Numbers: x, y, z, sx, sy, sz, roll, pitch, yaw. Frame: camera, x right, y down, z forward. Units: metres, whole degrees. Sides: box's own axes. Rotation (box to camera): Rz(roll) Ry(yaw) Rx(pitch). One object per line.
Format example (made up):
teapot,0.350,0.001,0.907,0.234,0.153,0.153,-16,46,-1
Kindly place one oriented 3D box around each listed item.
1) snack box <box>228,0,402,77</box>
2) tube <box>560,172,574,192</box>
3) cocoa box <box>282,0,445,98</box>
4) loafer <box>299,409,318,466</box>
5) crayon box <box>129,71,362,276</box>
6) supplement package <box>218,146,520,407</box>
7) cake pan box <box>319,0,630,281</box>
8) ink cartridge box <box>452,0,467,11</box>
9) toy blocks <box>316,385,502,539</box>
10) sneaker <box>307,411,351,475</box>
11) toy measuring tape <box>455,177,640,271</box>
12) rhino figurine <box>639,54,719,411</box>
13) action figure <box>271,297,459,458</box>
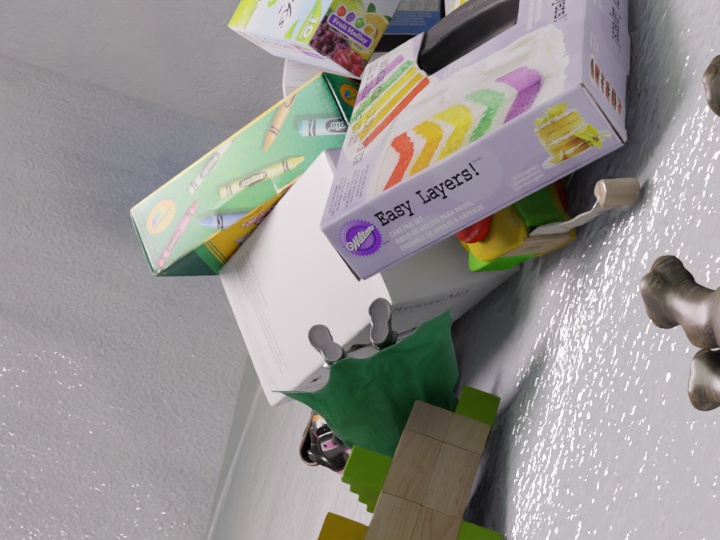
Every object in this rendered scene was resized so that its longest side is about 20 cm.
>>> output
snack box,-0.020,-0.225,1.041,0.143,0.053,0.200,-62,25,2
tube,0.117,-0.109,0.948,0.058,0.051,0.202,54,-156,-42
cocoa box,0.011,-0.135,1.208,0.201,0.131,0.132,83,-172,-51
loafer,-0.015,0.133,1.250,0.062,0.072,0.200,-31,-17,-19
crayon box,-0.059,-0.066,1.036,0.199,0.059,0.118,-32,-15,28
supplement package,0.000,0.000,1.006,0.200,0.116,0.119,-43,65,53
cake pan box,0.073,-0.103,0.843,0.183,0.052,0.201,-25,29,28
ink cartridge box,0.126,-0.250,1.189,0.199,0.046,0.201,-83,10,-50
toy blocks,0.026,0.184,0.854,0.201,0.099,0.138,-66,-9,-45
sneaker,0.006,0.125,1.100,0.201,0.085,0.081,119,164,-57
toy measuring tape,0.102,-0.048,0.824,0.200,0.073,0.075,147,139,-69
rhino figurine,0.155,-0.049,0.452,0.087,0.059,0.203,8,80,63
action figure,0.024,0.092,0.918,0.201,0.117,0.055,63,-172,-53
